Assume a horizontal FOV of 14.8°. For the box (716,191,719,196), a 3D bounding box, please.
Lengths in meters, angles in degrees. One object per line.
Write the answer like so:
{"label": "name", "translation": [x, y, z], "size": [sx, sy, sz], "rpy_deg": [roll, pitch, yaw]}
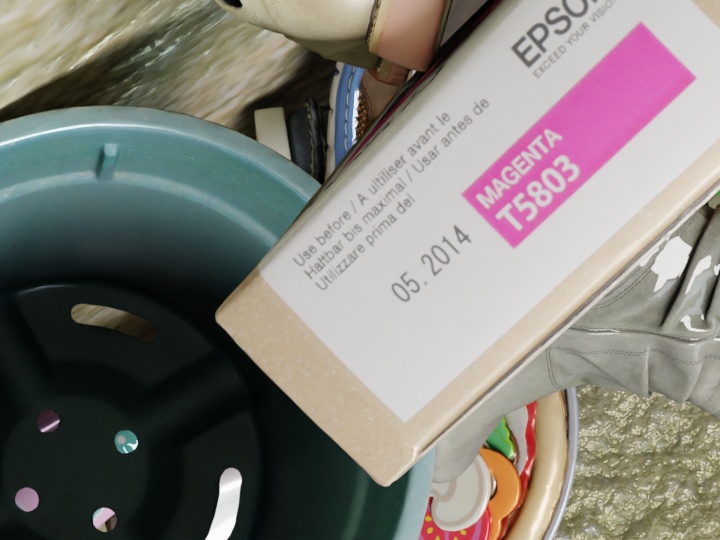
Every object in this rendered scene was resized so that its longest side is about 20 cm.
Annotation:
{"label": "box", "translation": [0.190, -0.115, 1.121], "size": [0.177, 0.097, 0.200], "rpy_deg": [-55, 164, 1]}

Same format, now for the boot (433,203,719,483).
{"label": "boot", "translation": [0.097, 0.037, 1.078], "size": [0.200, 0.130, 0.068], "rpy_deg": [114, -2, -46]}

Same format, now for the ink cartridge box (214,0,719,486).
{"label": "ink cartridge box", "translation": [0.067, -0.054, 0.790], "size": [0.200, 0.075, 0.165], "rpy_deg": [-44, -176, 30]}

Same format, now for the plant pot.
{"label": "plant pot", "translation": [-0.090, 0.061, 0.937], "size": [0.200, 0.201, 0.196], "rpy_deg": [-34, 179, -12]}

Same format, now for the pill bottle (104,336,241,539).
{"label": "pill bottle", "translation": [-0.058, 0.097, 1.224], "size": [0.114, 0.114, 0.200], "rpy_deg": [-36, -158, 2]}

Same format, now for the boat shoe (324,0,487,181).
{"label": "boat shoe", "translation": [0.029, -0.026, 0.996], "size": [0.072, 0.072, 0.201], "rpy_deg": [-2, 115, -40]}

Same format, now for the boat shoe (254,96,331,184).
{"label": "boat shoe", "translation": [0.000, 0.000, 1.107], "size": [0.062, 0.075, 0.200], "rpy_deg": [-9, 140, 2]}

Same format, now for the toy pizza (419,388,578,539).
{"label": "toy pizza", "translation": [0.013, 0.074, 1.312], "size": [0.200, 0.201, 0.032], "rpy_deg": [-40, 156, 27]}

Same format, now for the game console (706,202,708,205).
{"label": "game console", "translation": [0.083, -0.052, 1.202], "size": [0.200, 0.171, 0.118], "rpy_deg": [-31, -164, -26]}

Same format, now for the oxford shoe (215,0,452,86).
{"label": "oxford shoe", "translation": [-0.008, -0.098, 0.827], "size": [0.200, 0.074, 0.071], "rpy_deg": [-153, -103, -87]}

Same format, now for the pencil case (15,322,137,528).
{"label": "pencil case", "translation": [-0.176, 0.097, 1.085], "size": [0.200, 0.088, 0.087], "rpy_deg": [-29, 169, -27]}
